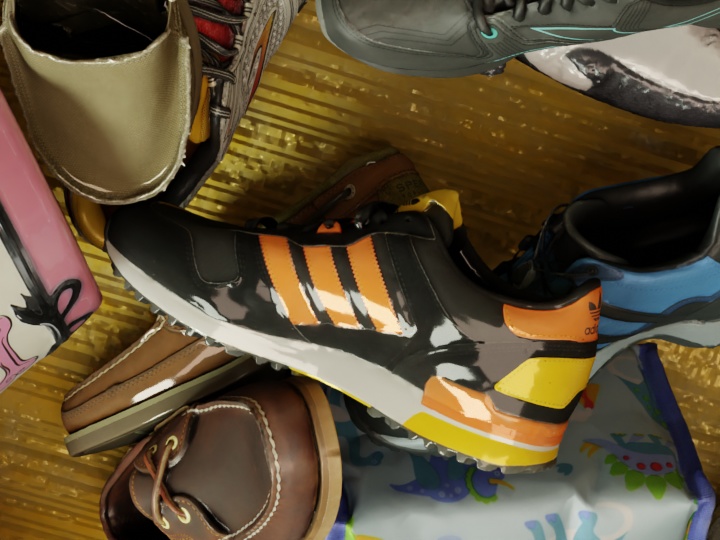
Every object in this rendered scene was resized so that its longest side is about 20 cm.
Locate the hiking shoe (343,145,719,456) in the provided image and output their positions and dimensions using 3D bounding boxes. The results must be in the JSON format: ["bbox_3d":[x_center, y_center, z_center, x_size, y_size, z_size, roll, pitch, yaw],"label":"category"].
[{"bbox_3d":[0.079,0.005,1.087,0.200,0.074,0.087,-24,138,5],"label":"hiking shoe"}]

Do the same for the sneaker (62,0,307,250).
[{"bbox_3d":[-0.063,-0.092,1.089,0.078,0.082,0.200,19,111,-11],"label":"sneaker"}]

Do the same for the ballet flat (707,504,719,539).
[{"bbox_3d":[0.194,0.095,1.196,0.067,0.064,0.200,28,106,-25],"label":"ballet flat"}]

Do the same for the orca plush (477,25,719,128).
[{"bbox_3d":[0.098,-0.114,1.100,0.200,0.071,0.105,20,87,1],"label":"orca plush"}]

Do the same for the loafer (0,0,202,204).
[{"bbox_3d":[-0.099,-0.091,0.983,0.076,0.068,0.200,5,137,6],"label":"loafer"}]

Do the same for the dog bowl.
[{"bbox_3d":[-0.167,-0.045,1.051,0.074,0.200,0.200,-26,113,-6],"label":"dog bowl"}]

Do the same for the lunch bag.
[{"bbox_3d":[0.051,0.143,1.182,0.170,0.128,0.200,-2,131,-10],"label":"lunch bag"}]

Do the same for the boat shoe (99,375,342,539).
[{"bbox_3d":[-0.061,0.091,1.115,0.070,0.200,0.071,-5,76,-18],"label":"boat shoe"}]

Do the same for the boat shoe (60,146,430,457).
[{"bbox_3d":[-0.049,0.015,1.153,0.200,0.072,0.068,-27,83,17],"label":"boat shoe"}]

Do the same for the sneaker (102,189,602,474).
[{"bbox_3d":[0.000,0.000,1.044,0.200,0.070,0.090,26,103,12],"label":"sneaker"}]

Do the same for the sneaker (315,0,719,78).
[{"bbox_3d":[0.080,-0.121,1.025,0.200,0.079,0.076,-10,89,1],"label":"sneaker"}]
